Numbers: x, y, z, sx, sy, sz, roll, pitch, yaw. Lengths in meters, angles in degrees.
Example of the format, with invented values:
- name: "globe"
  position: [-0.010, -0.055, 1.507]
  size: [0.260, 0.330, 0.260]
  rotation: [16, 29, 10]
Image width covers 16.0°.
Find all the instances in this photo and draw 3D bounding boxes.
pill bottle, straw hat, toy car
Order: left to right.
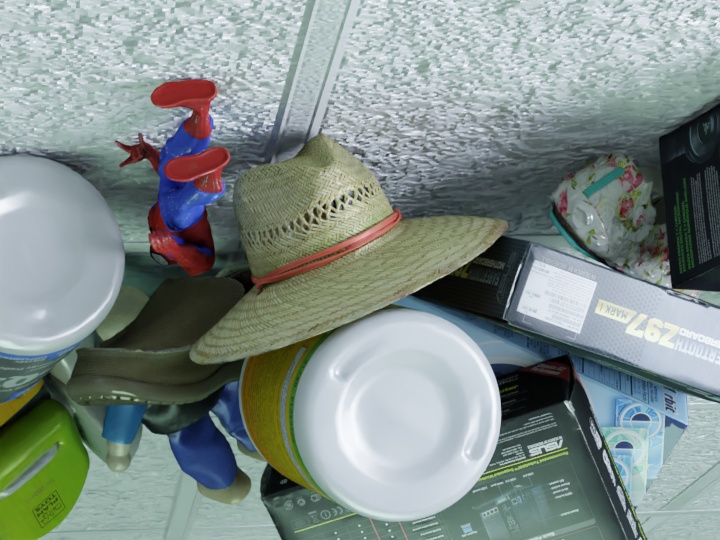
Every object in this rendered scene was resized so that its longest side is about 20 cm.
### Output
- name: "toy car"
  position: [-0.254, 0.091, 1.668]
  size: [0.150, 0.175, 0.200]
  rotation: [32, 157, 41]
- name: "pill bottle"
  position: [-0.215, 0.016, 1.476]
  size: [0.114, 0.114, 0.200]
  rotation: [3, 163, -21]
- name: "straw hat"
  position: [-0.026, -0.026, 1.396]
  size: [0.201, 0.085, 0.201]
  rotation: [-22, -172, 3]
- name: "pill bottle"
  position: [-0.005, 0.070, 1.413]
  size: [0.111, 0.111, 0.200]
  rotation: [1, -177, -16]

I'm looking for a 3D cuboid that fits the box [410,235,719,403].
- name: "box"
  position: [0.145, 0.030, 1.455]
  size: [0.200, 0.051, 0.158]
  rotation: [20, 179, -19]

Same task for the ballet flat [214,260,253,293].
- name: "ballet flat"
  position: [0.000, 0.000, 1.596]
  size: [0.200, 0.067, 0.062]
  rotation: [-6, -166, 21]

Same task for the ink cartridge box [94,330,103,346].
- name: "ink cartridge box"
  position: [-0.110, 0.044, 1.746]
  size: [0.200, 0.037, 0.095]
  rotation: [-3, 164, 8]

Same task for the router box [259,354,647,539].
- name: "router box"
  position: [0.061, 0.152, 1.528]
  size: [0.200, 0.150, 0.062]
  rotation: [-18, -158, 13]

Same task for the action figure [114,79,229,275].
- name: "action figure"
  position: [-0.100, -0.041, 1.393]
  size: [0.052, 0.065, 0.200]
  rotation: [-14, 163, -9]

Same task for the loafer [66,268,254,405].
- name: "loafer"
  position: [-0.106, 0.038, 1.508]
  size: [0.076, 0.067, 0.200]
  rotation: [-3, -174, 28]

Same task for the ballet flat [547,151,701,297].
- name: "ballet flat"
  position: [0.174, -0.024, 1.512]
  size: [0.064, 0.076, 0.200]
  rotation: [-43, 158, 12]

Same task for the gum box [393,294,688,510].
- name: "gum box"
  position: [0.072, 0.109, 1.565]
  size: [0.200, 0.045, 0.170]
  rotation: [24, 115, -6]

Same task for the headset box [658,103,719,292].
- name: "headset box"
  position: [0.281, -0.048, 1.390]
  size: [0.174, 0.093, 0.200]
  rotation: [4, 163, -24]

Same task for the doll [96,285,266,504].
- name: "doll"
  position: [-0.117, 0.079, 1.665]
  size: [0.048, 0.136, 0.200]
  rotation: [32, 163, 40]
